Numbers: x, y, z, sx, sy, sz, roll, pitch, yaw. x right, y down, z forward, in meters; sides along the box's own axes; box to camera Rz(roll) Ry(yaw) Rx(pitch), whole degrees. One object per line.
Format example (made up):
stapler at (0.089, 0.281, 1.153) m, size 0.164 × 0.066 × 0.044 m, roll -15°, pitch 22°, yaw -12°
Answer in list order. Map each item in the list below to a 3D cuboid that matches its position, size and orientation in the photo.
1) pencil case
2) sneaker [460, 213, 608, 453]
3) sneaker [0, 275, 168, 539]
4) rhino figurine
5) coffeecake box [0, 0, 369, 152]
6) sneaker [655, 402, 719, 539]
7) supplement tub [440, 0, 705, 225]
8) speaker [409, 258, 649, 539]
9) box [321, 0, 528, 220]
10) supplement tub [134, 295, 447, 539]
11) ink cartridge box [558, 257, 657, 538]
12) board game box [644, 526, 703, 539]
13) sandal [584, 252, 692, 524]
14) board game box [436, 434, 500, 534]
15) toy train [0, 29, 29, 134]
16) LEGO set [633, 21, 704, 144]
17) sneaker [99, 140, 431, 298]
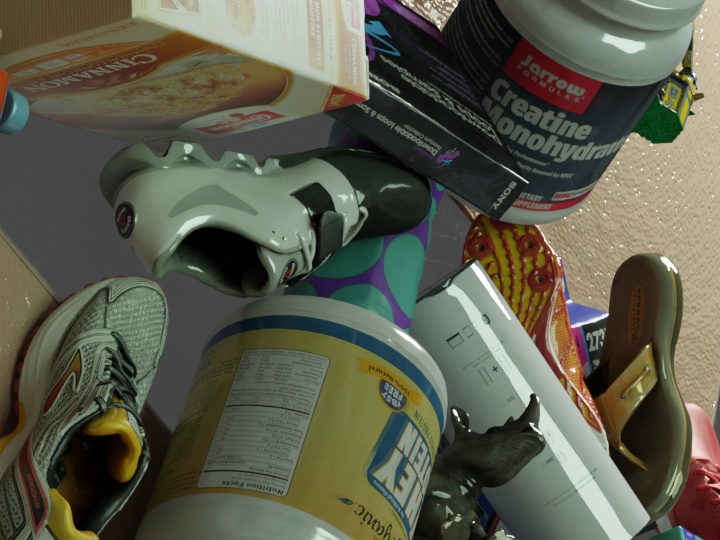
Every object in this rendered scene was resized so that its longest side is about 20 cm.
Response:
pencil case at (0.000, 0.000, 1.653) m, size 0.093 × 0.085 × 0.201 m, roll 88°, pitch 15°, yaw -54°
sneaker at (0.110, 0.055, 1.801) m, size 0.077 × 0.073 × 0.201 m, roll 70°, pitch 5°, yaw -83°
sneaker at (-0.137, 0.082, 1.432) m, size 0.078 × 0.082 × 0.200 m, roll 51°, pitch 41°, yaw -32°
rhino figurine at (0.044, 0.149, 1.572) m, size 0.060 × 0.087 × 0.200 m, roll 42°, pitch 75°, yaw -28°
coffeecake box at (-0.115, -0.129, 1.469) m, size 0.200 × 0.153 × 0.073 m, roll 15°, pitch 68°, yaw -52°
sneaker at (0.262, 0.167, 1.920) m, size 0.078 × 0.115 × 0.201 m, roll 16°, pitch 54°, yaw -32°
supplement tub at (0.125, -0.140, 1.749) m, size 0.140 × 0.200 × 0.141 m, roll 17°, pitch 43°, yaw -16°
speaker at (0.095, 0.096, 1.712) m, size 0.200 × 0.081 × 0.081 m, roll 56°, pitch 37°, yaw -1°
box at (0.013, -0.122, 1.638) m, size 0.143 × 0.036 × 0.200 m, roll 30°, pitch 21°, yaw -31°
supplement tub at (-0.041, 0.130, 1.498) m, size 0.145 × 0.144 × 0.200 m, roll 49°, pitch 43°, yaw -35°
ink cartridge box at (0.149, 0.092, 1.883) m, size 0.095 × 0.037 × 0.201 m, roll -14°, pitch 89°, yaw -56°
board game box at (0.201, 0.240, 1.796) m, size 0.200 × 0.152 × 0.045 m, roll 31°, pitch 43°, yaw -44°
sandal at (0.178, 0.076, 1.838) m, size 0.054 × 0.080 × 0.201 m, roll 21°, pitch 60°, yaw -34°
board game box at (0.050, 0.140, 1.738) m, size 0.103 × 0.019 × 0.200 m, roll 57°, pitch 39°, yaw -25°
toy train at (-0.251, -0.066, 1.325) m, size 0.200 × 0.055 × 0.151 m, roll 19°, pitch 78°, yaw -54°
LEGO set at (0.158, -0.186, 1.887) m, size 0.200 × 0.153 × 0.116 m, roll 57°, pitch 39°, yaw -32°
sneaker at (-0.044, -0.019, 1.544) m, size 0.199 × 0.074 × 0.089 m, roll -1°, pitch 50°, yaw -26°
